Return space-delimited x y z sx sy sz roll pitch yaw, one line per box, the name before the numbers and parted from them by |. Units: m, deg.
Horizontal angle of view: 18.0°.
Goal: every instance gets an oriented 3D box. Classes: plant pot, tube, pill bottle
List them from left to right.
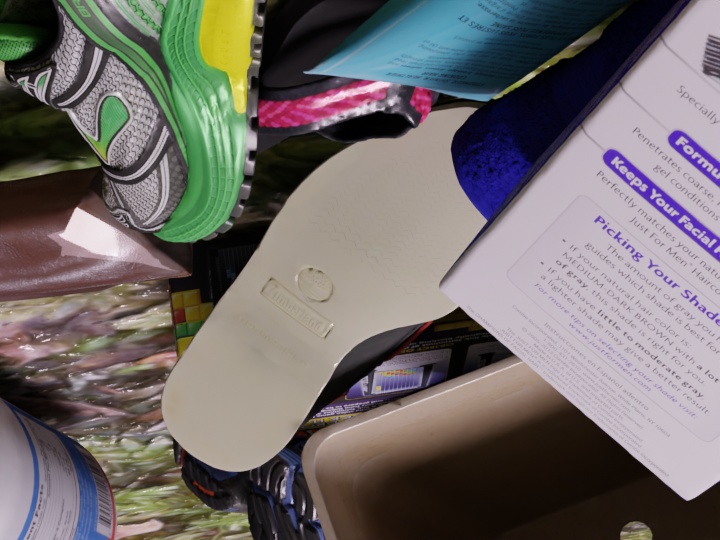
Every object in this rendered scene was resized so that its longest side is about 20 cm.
pill bottle | -0.204 0.113 1.131 0.112 0.113 0.200 -12 161 11
tube | 0.069 -0.100 0.672 0.077 0.051 0.200 10 149 -34
plant pot | 0.116 0.139 0.926 0.199 0.200 0.177 -22 163 7

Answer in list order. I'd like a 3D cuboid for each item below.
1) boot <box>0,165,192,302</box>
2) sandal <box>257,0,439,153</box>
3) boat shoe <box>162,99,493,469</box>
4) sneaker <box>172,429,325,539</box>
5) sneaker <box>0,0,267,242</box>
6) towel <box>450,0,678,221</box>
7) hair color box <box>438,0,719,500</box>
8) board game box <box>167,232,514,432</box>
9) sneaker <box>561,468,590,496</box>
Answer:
boot | -0.168 -0.013 0.801 0.199 0.065 0.186 -3 178 17
sandal | -0.013 -0.060 0.795 0.075 0.045 0.200 8 156 -41
boat shoe | -0.002 -0.002 0.884 0.201 0.074 0.063 -46 -177 33
sneaker | -0.024 0.102 1.150 0.078 0.076 0.200 -16 -149 -25
sneaker | -0.073 -0.073 0.705 0.085 0.078 0.200 0 152 -4
towel | 0.131 -0.031 0.732 0.147 0.050 0.200 30 150 -16
hair color box | 0.113 -0.020 0.656 0.065 0.109 0.200 -50 180 -31
board game box | 0.015 0.024 1.050 0.199 0.057 0.165 -8 164 -4
sneaker | 0.049 0.094 1.098 0.099 0.078 0.200 0 153 -6
